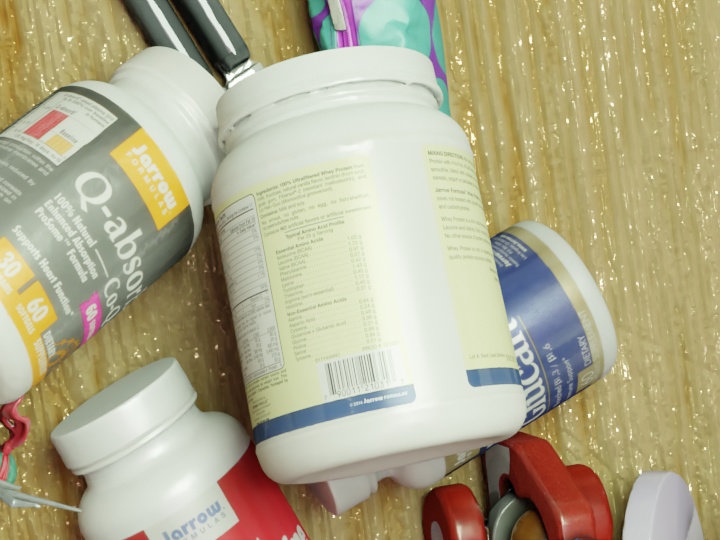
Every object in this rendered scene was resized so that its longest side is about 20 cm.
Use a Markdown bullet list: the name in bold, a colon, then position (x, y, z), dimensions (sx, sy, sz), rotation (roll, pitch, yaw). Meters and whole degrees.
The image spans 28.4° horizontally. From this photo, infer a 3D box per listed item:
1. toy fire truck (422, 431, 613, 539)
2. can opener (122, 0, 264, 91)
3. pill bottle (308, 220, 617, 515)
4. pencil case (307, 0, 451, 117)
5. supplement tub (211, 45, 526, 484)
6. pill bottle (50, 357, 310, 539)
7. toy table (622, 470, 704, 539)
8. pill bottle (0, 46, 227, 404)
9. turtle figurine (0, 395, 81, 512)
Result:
- **toy fire truck**: position (0.117, 0.204, 0.864), dimensions (0.110, 0.168, 0.203), rotation (-5, 93, -17)
- **can opener**: position (-0.089, -0.130, 0.844), dimensions (0.053, 0.067, 0.201), rotation (-35, 101, -14)
- **pill bottle**: position (0.048, 0.063, 0.869), dimensions (0.198, 0.111, 0.112), rotation (-30, 100, -14)
- **pencil case**: position (0.012, -0.099, 0.864), dimensions (0.092, 0.084, 0.203), rotation (-13, 96, -53)
- **supplement tub**: position (0.000, 0.000, 0.746), dimensions (0.143, 0.145, 0.203), rotation (-8, 78, -17)
- **pill bottle**: position (-0.093, 0.158, 0.827), dimensions (0.111, 0.112, 0.202), rotation (-32, 100, -14)
- **toy table**: position (0.244, 0.228, 0.905), dimensions (0.183, 0.116, 0.203), rotation (-35, 114, -55)
- **pill bottle**: position (-0.159, -0.031, 0.779), dimensions (0.200, 0.116, 0.117), rotation (-44, 104, -31)
- **turtle figurine**: position (-0.261, 0.109, 0.783), dimensions (0.198, 0.102, 0.150), rotation (21, 130, -25)
